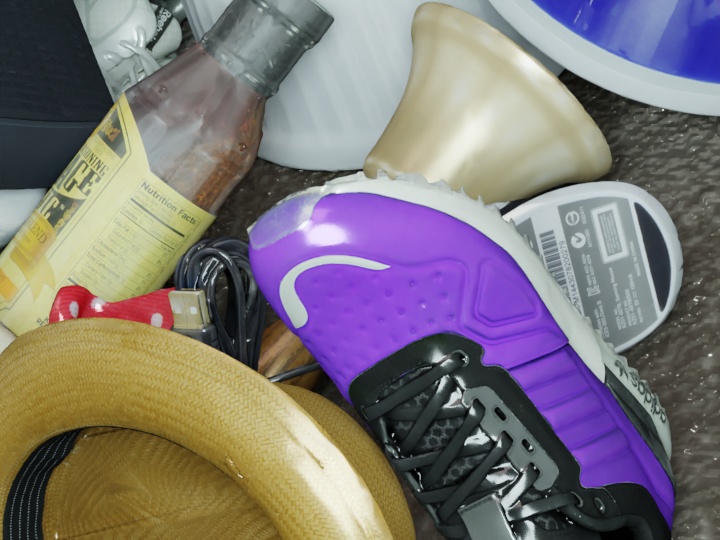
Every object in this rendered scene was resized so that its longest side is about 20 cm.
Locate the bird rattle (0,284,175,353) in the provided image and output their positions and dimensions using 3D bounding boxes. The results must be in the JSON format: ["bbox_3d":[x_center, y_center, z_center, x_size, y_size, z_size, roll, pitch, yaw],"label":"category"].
[{"bbox_3d":[-0.163,0.058,0.787,0.113,0.200,0.163,-33,28,55],"label":"bird rattle"}]

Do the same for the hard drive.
[{"bbox_3d":[-0.179,-0.101,0.843,0.042,0.200,0.135,-29,75,27],"label":"hard drive"}]

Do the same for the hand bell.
[{"bbox_3d":[0.000,0.000,0.845,0.200,0.104,0.104,-50,44,-9],"label":"hand bell"}]

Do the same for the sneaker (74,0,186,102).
[{"bbox_3d":[-0.138,-0.102,1.024,0.081,0.075,0.200,9,50,22],"label":"sneaker"}]

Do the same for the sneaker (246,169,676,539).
[{"bbox_3d":[0.041,0.052,0.667,0.069,0.200,0.100,-28,40,30],"label":"sneaker"}]

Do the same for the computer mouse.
[{"bbox_3d":[0.026,0.019,0.801,0.199,0.110,0.044,-16,13,-8],"label":"computer mouse"}]

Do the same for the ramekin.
[{"bbox_3d":[0.006,-0.148,0.976,0.200,0.098,0.201,-15,41,13],"label":"ramekin"}]

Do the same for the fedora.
[{"bbox_3d":[-0.046,0.094,0.700,0.200,0.202,0.082,11,25,35],"label":"fedora"}]

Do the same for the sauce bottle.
[{"bbox_3d":[-0.087,-0.039,0.877,0.200,0.066,0.066,-53,42,2],"label":"sauce bottle"}]

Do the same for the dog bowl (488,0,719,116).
[{"bbox_3d":[0.141,-0.165,0.867,0.199,0.079,0.201,7,54,-10],"label":"dog bowl"}]

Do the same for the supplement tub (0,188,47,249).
[{"bbox_3d":[-0.246,-0.027,0.925,0.200,0.123,0.123,-28,35,27],"label":"supplement tub"}]
